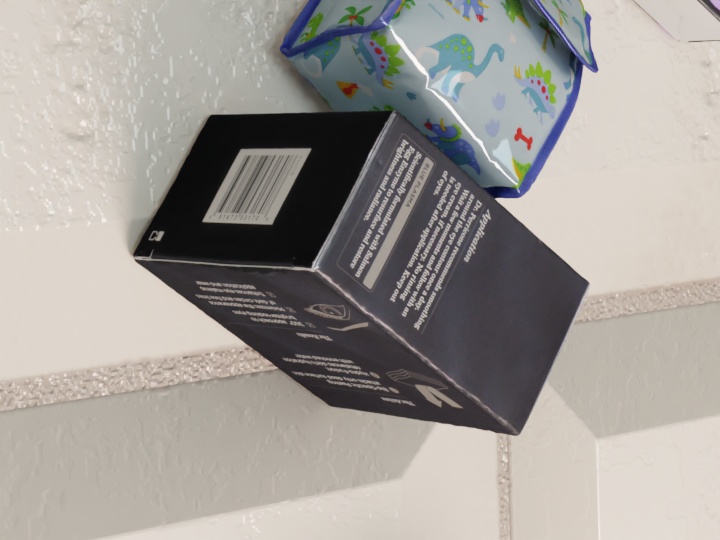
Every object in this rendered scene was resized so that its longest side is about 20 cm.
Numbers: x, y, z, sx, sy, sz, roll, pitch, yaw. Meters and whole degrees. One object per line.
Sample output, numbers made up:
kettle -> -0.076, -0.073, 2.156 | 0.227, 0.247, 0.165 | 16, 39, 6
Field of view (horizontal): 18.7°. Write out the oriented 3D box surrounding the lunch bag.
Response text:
lunch bag -> 0.070, -0.167, 1.479 | 0.170, 0.127, 0.201 | 50, 52, -27

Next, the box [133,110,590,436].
box -> 0.000, 0.000, 1.383 | 0.200, 0.196, 0.118 | 40, 69, -33

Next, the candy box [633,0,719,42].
candy box -> 0.249, -0.300, 1.633 | 0.167, 0.071, 0.201 | 35, 73, -34
